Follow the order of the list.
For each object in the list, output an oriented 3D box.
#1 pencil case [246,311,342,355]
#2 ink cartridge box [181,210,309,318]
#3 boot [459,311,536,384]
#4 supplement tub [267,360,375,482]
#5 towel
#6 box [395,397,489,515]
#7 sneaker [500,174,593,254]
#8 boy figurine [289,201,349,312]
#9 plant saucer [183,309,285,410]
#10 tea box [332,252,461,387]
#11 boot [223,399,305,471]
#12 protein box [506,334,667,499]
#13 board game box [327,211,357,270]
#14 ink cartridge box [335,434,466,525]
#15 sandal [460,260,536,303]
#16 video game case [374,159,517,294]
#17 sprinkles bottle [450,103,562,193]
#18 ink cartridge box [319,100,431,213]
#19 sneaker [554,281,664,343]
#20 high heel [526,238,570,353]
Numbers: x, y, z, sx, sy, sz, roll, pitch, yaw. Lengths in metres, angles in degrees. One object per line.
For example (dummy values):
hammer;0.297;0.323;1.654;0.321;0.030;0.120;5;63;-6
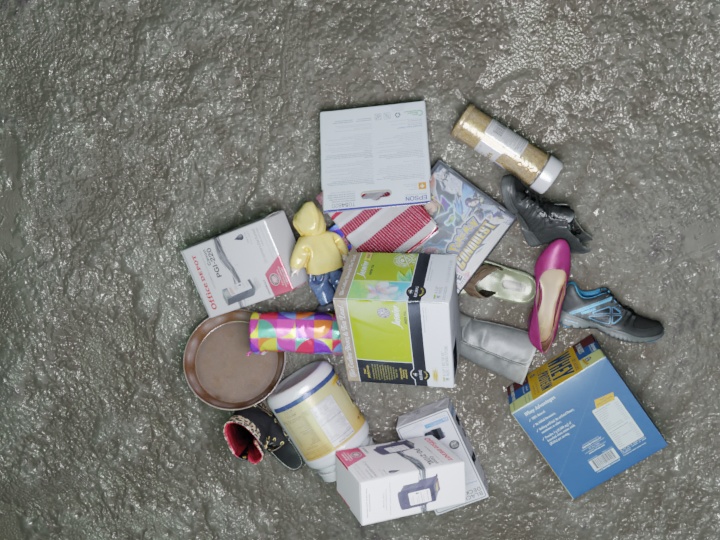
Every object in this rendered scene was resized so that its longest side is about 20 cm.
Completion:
pencil case;-0.116;0.120;1.429;0.199;0.088;0.089;0;102;2
ink cartridge box;-0.218;-0.011;1.423;0.200;0.085;0.146;-18;98;25
boot;0.218;0.169;1.437;0.200;0.073;0.182;23;104;-3
supplement tub;-0.073;0.291;1.455;0.144;0.144;0.200;-30;97;12
towel;0.030;-0.105;1.371;0.144;0.023;0.200;-39;74;2
box;0.163;0.366;1.483;0.116;0.060;0.200;-22;98;11
sneaker;0.332;-0.101;1.336;0.104;0.060;0.200;-9;133;34
boy figurine;-0.079;-0.025;1.377;0.124;0.064;0.200;-22;97;-25
plant saucer;-0.244;0.176;1.472;0.200;0.034;0.201;0;70;0
tea box;0.070;0.085;1.309;0.196;0.134;0.200;2;129;12
boot;-0.188;0.336;1.475;0.073;0.151;0.200;-32;97;12
protein box;0.412;0.267;1.392;0.198;0.135;0.200;-35;95;13
board game box;0.000;0.000;1.437;0.134;0.045;0.200;-37;95;13
ink cartridge box;0.071;0.372;1.356;0.200;0.145;0.085;-6;101;-19
sandal;0.233;0.019;1.403;0.200;0.057;0.080;8;104;5
video game case;0.155;-0.071;1.378;0.181;0.026;0.200;37;89;6
sprinkles bottle;0.261;-0.218;1.347;0.200;0.068;0.068;33;104;0
ink cartridge box;0.027;-0.199;1.356;0.199;0.041;0.200;-4;75;8
sneaker;0.460;0.078;1.379;0.200;0.073;0.082;12;103;4
high heel;0.346;0.047;1.347;0.067;0.096;0.200;3;117;-5
